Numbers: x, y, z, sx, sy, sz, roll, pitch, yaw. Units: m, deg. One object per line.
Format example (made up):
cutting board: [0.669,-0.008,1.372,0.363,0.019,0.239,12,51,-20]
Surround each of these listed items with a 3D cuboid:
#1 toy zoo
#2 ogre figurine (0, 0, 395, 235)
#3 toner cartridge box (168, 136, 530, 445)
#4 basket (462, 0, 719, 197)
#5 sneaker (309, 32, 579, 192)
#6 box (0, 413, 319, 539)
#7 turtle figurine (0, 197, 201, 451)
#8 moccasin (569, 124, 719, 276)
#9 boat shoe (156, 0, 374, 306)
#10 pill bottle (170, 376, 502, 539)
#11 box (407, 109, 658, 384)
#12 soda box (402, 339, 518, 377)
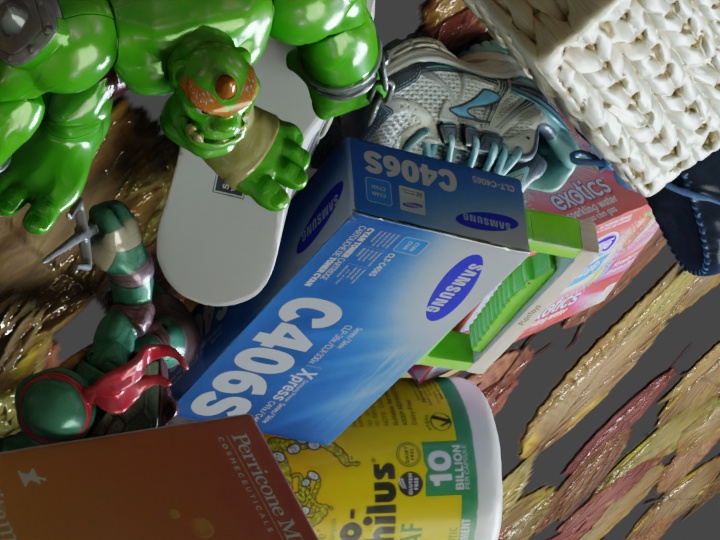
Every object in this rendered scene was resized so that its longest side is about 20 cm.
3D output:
toy zoo: [0.000,0.000,1.270,0.200,0.020,0.131,9,146,-23]
ogre figurine: [-0.076,-0.076,0.968,0.200,0.098,0.120,4,150,-11]
toner cartridge box: [-0.011,0.015,1.230,0.095,0.043,0.200,11,145,-26]
basket: [0.115,-0.134,1.147,0.123,0.136,0.200,-42,153,5]
sneaker: [0.049,-0.066,1.285,0.200,0.086,0.078,-17,149,-55]
box: [-0.114,0.161,1.082,0.200,0.152,0.106,-8,146,-39]
turtle figurine: [-0.131,0.050,1.155,0.150,0.101,0.200,-40,171,5]
moccasin: [0.132,-0.085,1.301,0.068,0.200,0.080,-27,-173,-22]
boat shoe: [-0.038,-0.079,1.102,0.068,0.072,0.200,-77,-178,-55]
pill bottle: [-0.033,0.115,1.383,0.200,0.113,0.113,-1,147,-15]
box: [0.081,-0.025,1.441,0.200,0.095,0.103,-21,153,-51]
soda box: [0.042,0.021,1.512,0.200,0.068,0.064,-24,155,-46]
